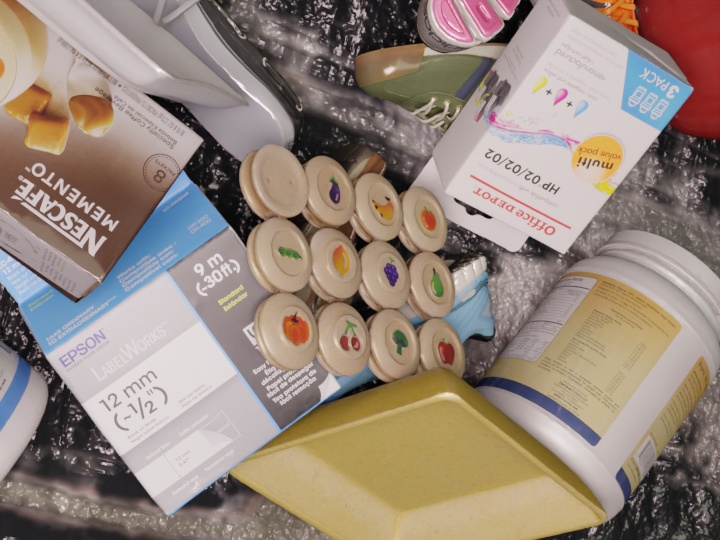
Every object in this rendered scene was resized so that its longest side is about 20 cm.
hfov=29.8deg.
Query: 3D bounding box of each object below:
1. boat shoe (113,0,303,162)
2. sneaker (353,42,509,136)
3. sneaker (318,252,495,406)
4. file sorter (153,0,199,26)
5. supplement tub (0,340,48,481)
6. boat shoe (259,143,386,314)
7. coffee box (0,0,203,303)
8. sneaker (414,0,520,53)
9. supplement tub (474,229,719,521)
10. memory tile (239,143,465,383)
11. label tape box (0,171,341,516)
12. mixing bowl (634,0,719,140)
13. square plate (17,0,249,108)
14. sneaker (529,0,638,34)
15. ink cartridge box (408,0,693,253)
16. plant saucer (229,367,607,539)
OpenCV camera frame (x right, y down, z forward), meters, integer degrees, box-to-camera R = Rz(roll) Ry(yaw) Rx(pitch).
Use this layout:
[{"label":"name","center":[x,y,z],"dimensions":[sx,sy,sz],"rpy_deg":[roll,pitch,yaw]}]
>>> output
[{"label":"boat shoe","center":[-0.116,-0.160,0.953],"dimensions":[0.200,0.069,0.057],"rpy_deg":[50,34,-11]},{"label":"sneaker","center":[0.091,-0.126,1.052],"dimensions":[0.200,0.067,0.090],"rpy_deg":[-5,87,-31]},{"label":"sneaker","center":[0.029,0.064,1.015],"dimensions":[0.200,0.078,0.090],"rpy_deg":[-30,106,-25]},{"label":"file sorter","center":[-0.144,-0.274,0.850],"dimensions":[0.200,0.139,0.125],"rpy_deg":[44,64,1]},{"label":"supplement tub","center":[-0.301,0.057,0.810],"dimensions":[0.200,0.132,0.132],"rpy_deg":[42,71,-20]},{"label":"boat shoe","center":[-0.042,0.001,0.985],"dimensions":[0.074,0.076,0.200],"rpy_deg":[39,81,-27]},{"label":"coffee box","center":[-0.210,-0.086,0.796],"dimensions":[0.200,0.080,0.114],"rpy_deg":[38,67,-11]},{"label":"sneaker","center":[0.101,-0.233,0.990],"dimensions":[0.074,0.087,0.200],"rpy_deg":[39,71,-12]},{"label":"supplement tub","center":[0.190,0.080,1.061],"dimensions":[0.144,0.144,0.200],"rpy_deg":[48,69,-19]},{"label":"memory tile","center":[0.000,0.000,0.921],"dimensions":[0.200,0.017,0.154],"rpy_deg":[11,67,-46]},{"label":"label tape box","center":[-0.128,0.036,0.882],"dimensions":[0.143,0.066,0.200],"rpy_deg":[-36,108,-6]},{"label":"mixing bowl","center":[0.284,-0.184,1.107],"dimensions":[0.108,0.200,0.201],"rpy_deg":[-18,101,16]},{"label":"square plate","center":[-0.169,-0.161,0.822],"dimensions":[0.200,0.198,0.028],"rpy_deg":[40,97,5]},{"label":"sneaker","center":[0.192,-0.204,1.033],"dimensions":[0.078,0.112,0.200],"rpy_deg":[-24,88,-43]},{"label":"ink cartridge box","center":[0.135,-0.093,1.004],"dimensions":[0.115,0.068,0.200],"rpy_deg":[25,116,-21]},{"label":"plant saucer","center":[0.041,0.137,0.952],"dimensions":[0.200,0.200,0.049],"rpy_deg":[40,43,-37]}]
